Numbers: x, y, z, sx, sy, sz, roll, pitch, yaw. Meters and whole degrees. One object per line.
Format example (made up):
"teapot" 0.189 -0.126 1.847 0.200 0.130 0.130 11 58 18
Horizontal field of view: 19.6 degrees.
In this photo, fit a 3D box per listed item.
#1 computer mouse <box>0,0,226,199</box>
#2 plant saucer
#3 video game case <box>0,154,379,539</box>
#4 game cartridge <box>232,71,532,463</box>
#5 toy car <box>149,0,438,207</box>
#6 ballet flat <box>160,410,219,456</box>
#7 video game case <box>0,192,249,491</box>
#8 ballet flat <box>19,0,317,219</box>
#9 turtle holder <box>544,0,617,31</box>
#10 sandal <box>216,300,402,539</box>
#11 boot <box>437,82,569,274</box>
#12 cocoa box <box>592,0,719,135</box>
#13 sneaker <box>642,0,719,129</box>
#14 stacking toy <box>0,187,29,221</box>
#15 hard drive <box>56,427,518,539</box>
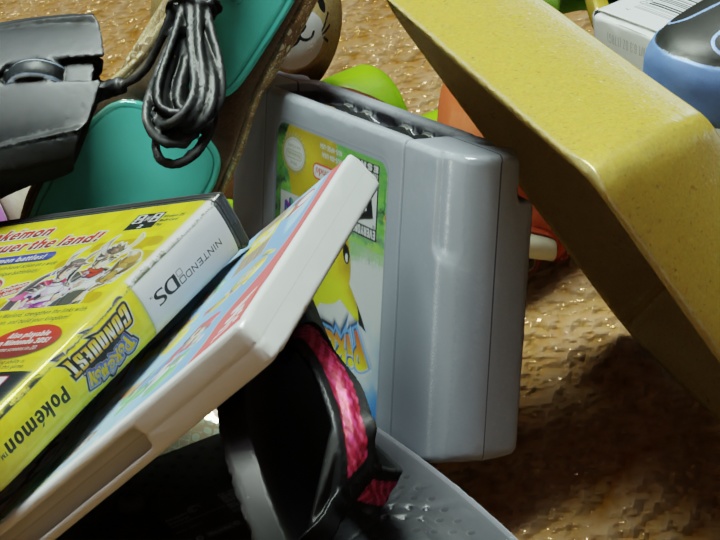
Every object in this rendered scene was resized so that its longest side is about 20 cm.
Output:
"computer mouse" -0.134 -0.093 0.825 0.200 0.046 0.141 -13 58 35
"plant saucer" 0.109 -0.016 0.763 0.048 0.200 0.200 -38 31 0
"video game case" -0.083 0.049 0.725 0.200 0.017 0.143 -39 10 26
"game cartridge" 0.000 0.000 0.830 0.040 0.133 0.200 -9 17 -27
"toy car" -0.041 -0.105 0.975 0.164 0.200 0.158 -24 31 -27
"ballet flat" -0.113 0.044 0.862 0.200 0.062 0.067 10 34 31
"video game case" -0.162 0.040 0.749 0.200 0.026 0.181 -6 32 43
"ballet flat" -0.072 -0.068 0.856 0.070 0.200 0.065 36 6 -5
"turtle holder" 0.166 -0.153 1.049 0.185 0.141 0.132 26 23 8
"sandal" -0.012 0.050 0.711 0.045 0.075 0.200 -16 22 9
"boot" 0.093 -0.051 0.976 0.075 0.107 0.200 14 7 34
"cocoa box" 0.217 -0.066 0.900 0.200 0.131 0.133 -25 35 -29
"sneaker" 0.187 -0.117 0.782 0.200 0.078 0.070 -23 37 -27
"stacking toy" -0.243 0.007 0.959 0.200 0.085 0.085 -34 36 -32
"hard drive" -0.019 0.114 0.719 0.135 0.042 0.200 -20 28 -22
